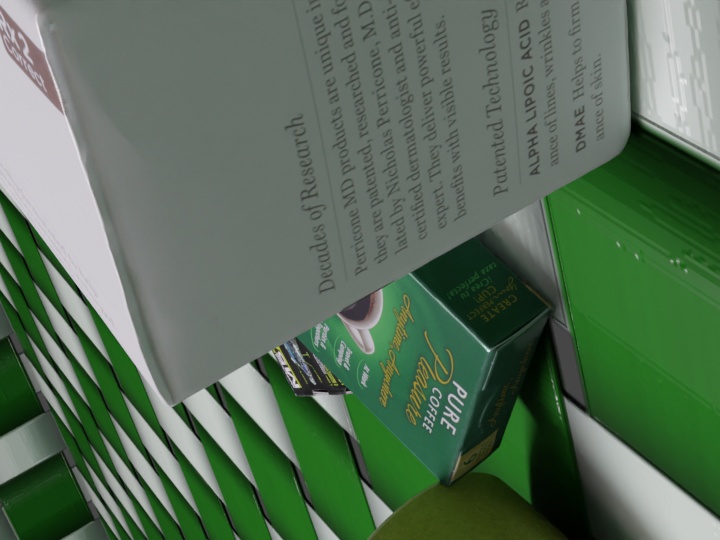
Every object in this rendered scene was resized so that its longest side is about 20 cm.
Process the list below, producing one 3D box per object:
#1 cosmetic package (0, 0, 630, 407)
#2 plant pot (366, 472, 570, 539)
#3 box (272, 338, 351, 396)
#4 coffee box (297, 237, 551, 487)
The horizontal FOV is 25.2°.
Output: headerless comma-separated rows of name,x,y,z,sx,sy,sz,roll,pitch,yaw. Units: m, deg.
cosmetic package,-0.035,-0.099,0.552,0.165,0.199,0.166,46,157,42
plant pot,0.094,0.228,0.781,0.199,0.187,0.188,29,147,35
box,-0.043,-0.021,0.959,0.201,0.047,0.193,62,165,-4
coffee box,0.000,0.000,0.795,0.200,0.044,0.124,43,147,24
